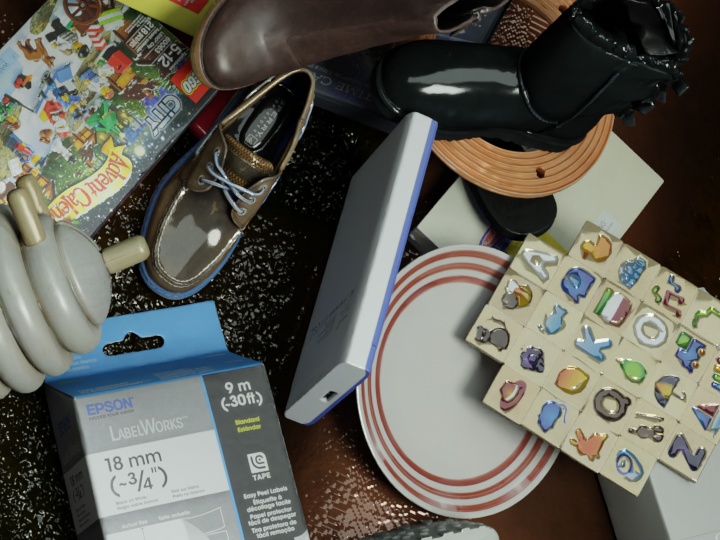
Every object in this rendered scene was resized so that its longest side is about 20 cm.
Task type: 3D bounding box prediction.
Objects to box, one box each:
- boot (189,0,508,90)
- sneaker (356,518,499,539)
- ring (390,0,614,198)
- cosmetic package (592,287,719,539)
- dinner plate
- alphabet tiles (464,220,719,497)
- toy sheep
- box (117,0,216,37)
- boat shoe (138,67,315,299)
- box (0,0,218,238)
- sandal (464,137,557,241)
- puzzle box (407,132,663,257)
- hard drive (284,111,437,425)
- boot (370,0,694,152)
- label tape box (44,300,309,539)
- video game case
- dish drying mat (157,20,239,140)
[{"bbox_3d":[-0.006,-0.182,1.296,0.199,0.166,0.073,-34,118,-32],"label":"boot"},{"bbox_3d":[0.012,0.230,1.288,0.198,0.076,0.081,-17,89,-23],"label":"sneaker"},{"bbox_3d":[0.109,-0.150,1.416,0.199,0.019,0.202,10,69,-26],"label":"ring"},{"bbox_3d":[0.236,0.128,1.404,0.106,0.090,0.202,-11,72,-23],"label":"cosmetic package"},{"bbox_3d":[0.076,0.082,1.366,0.199,0.024,0.202,2,86,-34],"label":"dinner plate"},{"bbox_3d":[0.185,0.063,1.364,0.199,0.006,0.167,31,71,3],"label":"alphabet tiles"},{"bbox_3d":[-0.235,0.016,1.216,0.198,0.138,0.139,-20,77,5],"label":"toy sheep"},{"bbox_3d":[-0.127,-0.218,1.366,0.199,0.050,0.076,24,40,-31],"label":"box"},{"bbox_3d":[-0.097,-0.072,1.339,0.072,0.072,0.201,32,70,-12],"label":"boat shoe"},{"bbox_3d":[-0.210,-0.108,1.326,0.136,0.038,0.200,40,65,-4],"label":"box"},{"bbox_3d":[0.092,-0.112,1.436,0.075,0.045,0.201,-23,62,-19],"label":"sandal"},{"bbox_3d":[0.141,-0.049,1.468,0.133,0.025,0.200,43,60,-3],"label":"puzzle box"},{"bbox_3d":[0.000,0.000,1.327,0.025,0.132,0.202,22,63,-12],"label":"hard drive"},{"bbox_3d":[0.126,-0.147,1.317,0.197,0.162,0.074,10,68,-25],"label":"boot"},{"bbox_3d":[-0.132,0.115,1.267,0.143,0.063,0.202,-9,74,-26],"label":"label tape box"},{"bbox_3d":[0.032,-0.197,1.452,0.142,0.019,0.201,21,62,14],"label":"video game case"},{"bbox_3d":[-0.148,-0.175,1.399,0.200,0.018,0.077,46,64,-2],"label":"dish drying mat"}]
